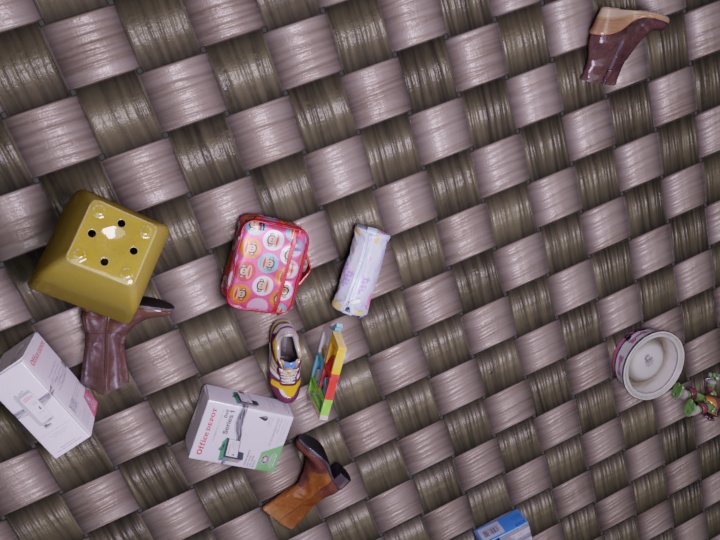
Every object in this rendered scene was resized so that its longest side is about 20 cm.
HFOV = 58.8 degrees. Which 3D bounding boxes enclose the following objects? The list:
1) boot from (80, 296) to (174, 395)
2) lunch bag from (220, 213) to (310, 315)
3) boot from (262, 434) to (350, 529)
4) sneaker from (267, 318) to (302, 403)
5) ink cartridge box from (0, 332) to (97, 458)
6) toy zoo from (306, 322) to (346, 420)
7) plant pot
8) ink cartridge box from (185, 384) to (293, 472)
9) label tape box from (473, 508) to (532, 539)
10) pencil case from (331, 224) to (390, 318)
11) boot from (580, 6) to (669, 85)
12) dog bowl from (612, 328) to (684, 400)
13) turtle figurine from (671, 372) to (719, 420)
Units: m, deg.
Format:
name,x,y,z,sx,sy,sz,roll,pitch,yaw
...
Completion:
name,x,y,z,sx,sy,sz,roll,pitch,yaw
boot,-0.476,0.156,1.305,0.185,0.064,0.201,3,102,-5
lunch bag,-0.190,-0.010,1.348,0.175,0.082,0.201,10,104,-25
boot,-0.153,0.505,1.529,0.200,0.069,0.188,-38,121,3
sneaker,-0.166,0.213,1.411,0.075,0.090,0.201,-10,108,-15
ink cartridge box,-0.611,0.239,1.240,0.083,0.147,0.200,-33,112,-5
toy zoo,-0.074,0.211,1.418,0.020,0.131,0.201,11,103,-20
plant pot,-0.456,-0.032,1.151,0.195,0.200,0.195,25,71,-24
ink cartridge box,-0.270,0.352,1.420,0.199,0.084,0.147,16,99,-22
label tape box,0.411,0.787,1.783,0.143,0.066,0.201,-22,110,-11
pencil case,0.000,0.000,1.404,0.083,0.091,0.201,20,99,18
boot,0.608,-0.516,1.480,0.199,0.072,0.167,-3,119,-19
dog bowl,0.776,0.247,1.741,0.199,0.074,0.201,-5,107,-16
turtle figurine,1.009,0.352,1.815,0.193,0.200,0.145,4,70,-15
